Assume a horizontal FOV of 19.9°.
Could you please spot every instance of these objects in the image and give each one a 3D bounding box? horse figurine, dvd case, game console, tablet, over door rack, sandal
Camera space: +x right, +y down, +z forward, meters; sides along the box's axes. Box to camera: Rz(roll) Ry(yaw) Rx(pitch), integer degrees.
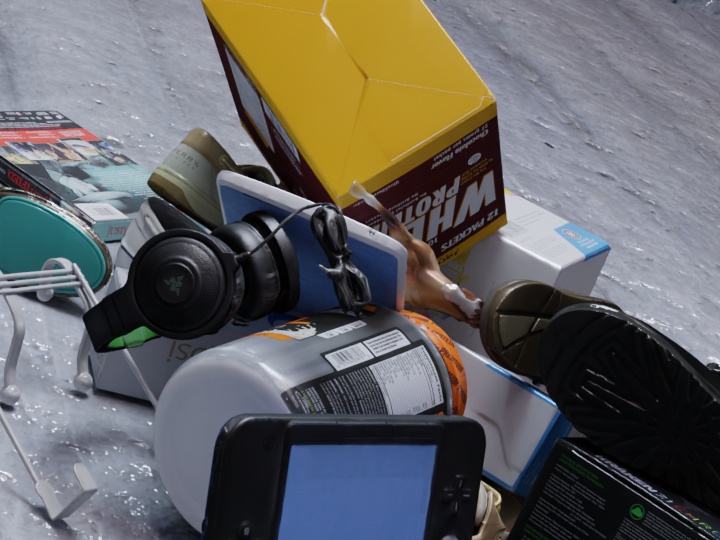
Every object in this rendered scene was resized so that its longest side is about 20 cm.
[{"bbox_3d":[0.000,0.000,1.424,0.132,0.050,0.200,38,-27,-21],"label":"horse figurine"},{"bbox_3d":[-0.241,-0.082,1.705,0.199,0.022,0.146,32,22,29],"label":"dvd case"},{"bbox_3d":[0.018,0.175,1.132,0.199,0.172,0.118,4,7,-42],"label":"game console"},{"bbox_3d":[-0.030,-0.003,1.349,0.129,0.014,0.200,23,-18,8],"label":"tablet"},{"bbox_3d":[-0.193,0.078,1.283,0.200,0.067,0.147,47,29,23],"label":"over door rack"},{"bbox_3d":[0.129,0.053,1.389,0.054,0.082,0.200,5,-9,38],"label":"sandal"}]

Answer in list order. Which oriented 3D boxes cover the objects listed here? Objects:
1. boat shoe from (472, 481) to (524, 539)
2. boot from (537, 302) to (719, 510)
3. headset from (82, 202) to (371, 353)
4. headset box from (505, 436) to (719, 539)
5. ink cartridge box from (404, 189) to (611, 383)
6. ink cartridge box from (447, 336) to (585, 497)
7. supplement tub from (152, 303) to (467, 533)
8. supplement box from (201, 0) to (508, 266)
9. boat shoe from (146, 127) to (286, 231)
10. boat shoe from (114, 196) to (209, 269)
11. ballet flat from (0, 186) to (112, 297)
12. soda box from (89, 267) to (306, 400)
[{"bbox_3d":[0.059,0.161,1.300,0.073,0.070,0.200,29,20,23],"label":"boat shoe"},{"bbox_3d":[0.210,0.082,1.338,0.211,0.080,0.158,37,18,-2],"label":"boot"},{"bbox_3d":[-0.079,0.016,1.244,0.123,0.199,0.094,-15,80,-52],"label":"headset"},{"bbox_3d":[0.218,0.189,1.329,0.174,0.093,0.200,33,13,31],"label":"headset box"},{"bbox_3d":[0.077,-0.002,1.669,0.199,0.126,0.128,28,20,19],"label":"ink cartridge box"},{"bbox_3d":[0.106,0.111,1.437,0.116,0.068,0.200,31,1,24],"label":"ink cartridge box"},{"bbox_3d":[-0.024,0.089,1.265,0.122,0.123,0.200,31,25,25],"label":"supplement tub"},{"bbox_3d":[0.000,-0.116,1.523,0.198,0.132,0.200,55,-8,23],"label":"supplement box"},{"bbox_3d":[-0.090,-0.052,1.632,0.074,0.067,0.200,31,-3,31],"label":"boat shoe"},{"bbox_3d":[-0.104,0.010,1.536,0.072,0.066,0.200,0,29,-47],"label":"boat shoe"},{"bbox_3d":[-0.276,-0.033,1.485,0.199,0.068,0.075,16,4,-10],"label":"ballet flat"},{"bbox_3d":[-0.083,0.062,1.416,0.199,0.068,0.064,15,19,-19],"label":"soda box"}]
